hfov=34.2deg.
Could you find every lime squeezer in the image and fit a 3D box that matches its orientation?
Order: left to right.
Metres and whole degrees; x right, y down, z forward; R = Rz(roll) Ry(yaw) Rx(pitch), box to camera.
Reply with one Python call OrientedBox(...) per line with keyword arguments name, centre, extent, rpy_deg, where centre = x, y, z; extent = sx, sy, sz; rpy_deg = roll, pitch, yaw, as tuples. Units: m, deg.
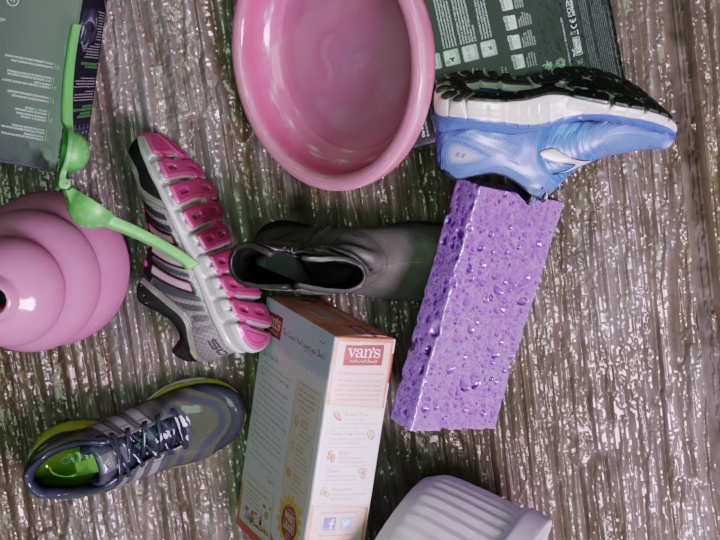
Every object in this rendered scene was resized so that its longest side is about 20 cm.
OrientedBox(name="lime squeezer", centre=(-0.195, -0.078, 0.869), extent=(0.070, 0.038, 0.201), rpy_deg=(-25, 99, -2))

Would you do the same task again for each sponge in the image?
OrientedBox(name="sponge", centre=(0.094, 0.030, 0.943), extent=(0.111, 0.030, 0.202), rpy_deg=(7, 102, -46))

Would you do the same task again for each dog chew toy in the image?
OrientedBox(name="dog chew toy", centre=(-0.247, 0.006, 0.890), extent=(0.123, 0.200, 0.126), rpy_deg=(0, 99, 0))

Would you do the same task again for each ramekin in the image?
OrientedBox(name="ramekin", centre=(0.059, 0.260, 0.929), extent=(0.105, 0.200, 0.201), rpy_deg=(28, 98, 18))

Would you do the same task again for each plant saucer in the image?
OrientedBox(name="plant saucer", centre=(-0.016, -0.164, 0.894), extent=(0.199, 0.051, 0.202), rpy_deg=(16, 114, 40))

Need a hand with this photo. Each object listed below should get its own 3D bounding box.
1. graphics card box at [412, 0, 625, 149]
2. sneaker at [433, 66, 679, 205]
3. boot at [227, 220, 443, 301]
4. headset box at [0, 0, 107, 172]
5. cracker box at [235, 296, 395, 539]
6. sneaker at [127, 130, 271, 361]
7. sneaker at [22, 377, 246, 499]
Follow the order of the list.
OrientedBox(name="graphics card box", centre=(0.103, -0.176, 0.935), extent=(0.198, 0.051, 0.127), rpy_deg=(-14, 98, 3))
OrientedBox(name="sneaker", centre=(0.145, -0.101, 0.885), extent=(0.198, 0.079, 0.090), rpy_deg=(-2, 122, -15))
OrientedBox(name="boot", centre=(0.000, 0.000, 0.921), extent=(0.198, 0.131, 0.068), rpy_deg=(2, 99, 0))
OrientedBox(name="headset box", centre=(-0.296, -0.179, 0.917), extent=(0.172, 0.093, 0.202), rpy_deg=(9, 99, -1))
OrientedBox(name="cracker box", centre=(-0.039, 0.133, 0.937), extent=(0.057, 0.134, 0.202), rpy_deg=(3, 101, -28))
OrientedBox(name="sneaker", centre=(-0.151, -0.013, 0.949), extent=(0.087, 0.074, 0.201), rpy_deg=(-27, 88, 21))
OrientedBox(name="sneaker", centre=(-0.188, 0.148, 0.970), extent=(0.199, 0.081, 0.074), rpy_deg=(-21, 98, 4))
